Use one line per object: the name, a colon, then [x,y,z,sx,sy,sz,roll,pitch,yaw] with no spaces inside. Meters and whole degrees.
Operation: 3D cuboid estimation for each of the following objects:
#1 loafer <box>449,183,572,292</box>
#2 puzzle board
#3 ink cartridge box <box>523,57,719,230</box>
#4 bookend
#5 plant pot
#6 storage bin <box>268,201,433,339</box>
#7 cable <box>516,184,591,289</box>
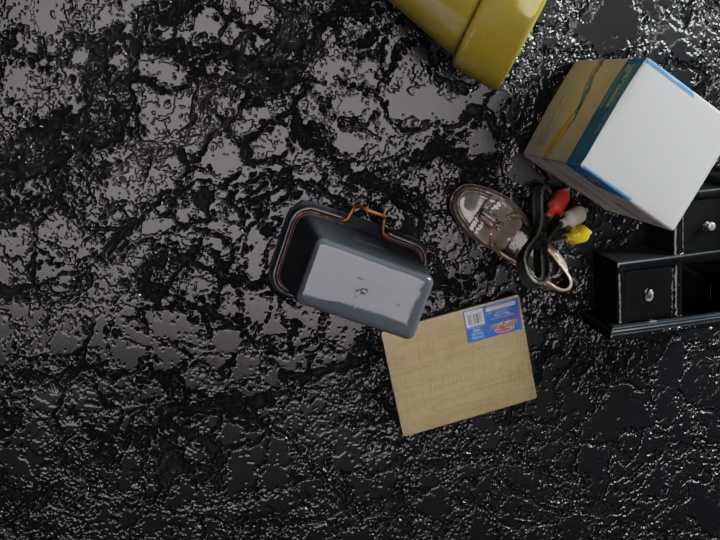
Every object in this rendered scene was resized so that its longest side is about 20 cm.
loafer: [0.203,-0.042,1.267,0.199,0.063,0.072,38,95,-16]
puzzle board: [0.135,0.128,1.318,0.196,0.017,0.154,-15,104,-8]
ink cartridge box: [0.321,-0.161,1.191,0.146,0.200,0.146,30,94,-15]
bookend: [0.405,-0.027,1.293,0.194,0.092,0.204,-6,103,-9]
plant pot: [0.124,-0.344,1.127,0.186,0.201,0.203,27,97,1]
storage bin: [0.000,0.000,1.201,0.197,0.134,0.148,19,99,-15]
cable: [0.240,-0.053,1.227,0.050,0.200,0.098,-27,98,34]
